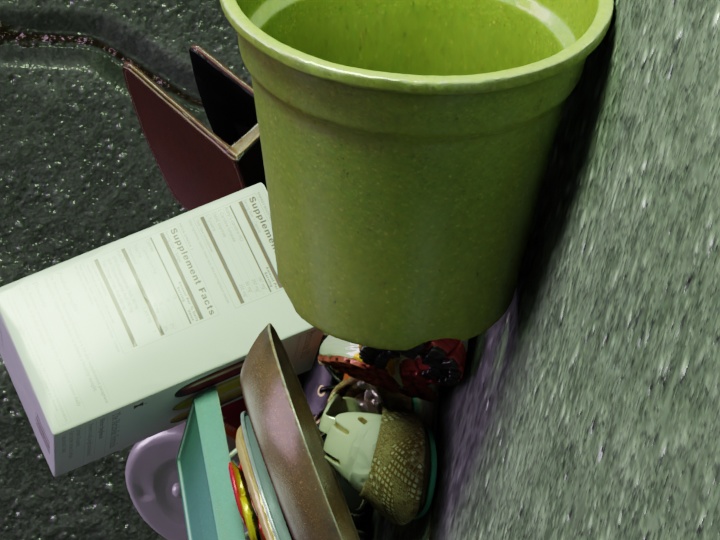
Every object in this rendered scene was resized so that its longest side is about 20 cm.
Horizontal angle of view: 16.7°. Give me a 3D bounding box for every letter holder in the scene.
[{"bbox_3d":[-0.091,-0.103,1.889,0.101,0.142,0.200,-44,-27,-16],"label":"letter holder"}]

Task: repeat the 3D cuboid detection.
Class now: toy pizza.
[{"bbox_3d":[-0.045,0.185,1.526,0.200,0.032,0.201,-21,-90,-90],"label":"toy pizza"}]

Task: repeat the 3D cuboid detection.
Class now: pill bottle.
[{"bbox_3d":[-0.093,0.112,1.868,0.200,0.114,0.115,-61,-9,-53],"label":"pill bottle"}]

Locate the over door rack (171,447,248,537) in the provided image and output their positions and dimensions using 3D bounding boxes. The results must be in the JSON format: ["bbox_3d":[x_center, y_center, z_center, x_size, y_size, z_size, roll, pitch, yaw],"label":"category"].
[{"bbox_3d":[-0.083,0.229,1.672,0.148,0.066,0.201,144,111,-70],"label":"over door rack"}]

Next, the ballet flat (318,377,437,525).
[{"bbox_3d":[0.006,0.110,1.531,0.200,0.065,0.071,-125,50,-81],"label":"ballet flat"}]

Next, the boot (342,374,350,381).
[{"bbox_3d":[0.000,0.000,1.647,0.075,0.107,0.201,-124,45,-78],"label":"boot"}]

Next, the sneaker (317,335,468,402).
[{"bbox_3d":[0.032,0.030,1.491,0.200,0.077,0.083,153,137,-72],"label":"sneaker"}]

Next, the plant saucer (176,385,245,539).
[{"bbox_3d":[-0.095,0.161,1.564,0.200,0.019,0.070,-104,27,-52],"label":"plant saucer"}]

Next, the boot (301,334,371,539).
[{"bbox_3d":[-0.015,0.110,1.729,0.200,0.073,0.152,-83,6,-86],"label":"boot"}]

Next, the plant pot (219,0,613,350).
[{"bbox_3d":[0.023,-0.068,1.278,0.201,0.199,0.185,-86,0,-57],"label":"plant pot"}]

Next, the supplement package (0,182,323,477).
[{"bbox_3d":[-0.137,0.041,1.656,0.110,0.199,0.114,64,166,15],"label":"supplement package"}]

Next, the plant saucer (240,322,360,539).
[{"bbox_3d":[-0.033,0.131,1.498,0.200,0.032,0.201,158,90,-90],"label":"plant saucer"}]
